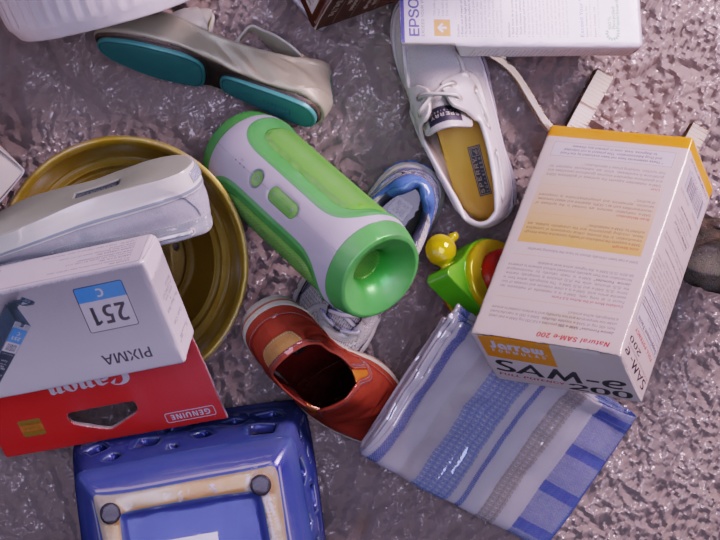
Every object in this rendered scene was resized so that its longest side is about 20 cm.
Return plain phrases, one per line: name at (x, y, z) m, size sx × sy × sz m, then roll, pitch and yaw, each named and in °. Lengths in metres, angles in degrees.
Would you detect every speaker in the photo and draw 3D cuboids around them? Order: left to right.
speaker at (-0.041, -0.046, 1.499) m, size 0.089 × 0.088 × 0.200 m, roll -48°, pitch 50°, yaw 1°

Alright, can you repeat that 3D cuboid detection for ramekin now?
ramekin at (-0.200, -0.243, 1.485) m, size 0.201 × 0.202 × 0.095 m, roll -14°, pitch 104°, yaw -2°

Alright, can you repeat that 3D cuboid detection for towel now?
towel at (0.112, 0.131, 1.560) m, size 0.199 × 0.024 × 0.147 m, roll 30°, pitch 101°, yaw -23°

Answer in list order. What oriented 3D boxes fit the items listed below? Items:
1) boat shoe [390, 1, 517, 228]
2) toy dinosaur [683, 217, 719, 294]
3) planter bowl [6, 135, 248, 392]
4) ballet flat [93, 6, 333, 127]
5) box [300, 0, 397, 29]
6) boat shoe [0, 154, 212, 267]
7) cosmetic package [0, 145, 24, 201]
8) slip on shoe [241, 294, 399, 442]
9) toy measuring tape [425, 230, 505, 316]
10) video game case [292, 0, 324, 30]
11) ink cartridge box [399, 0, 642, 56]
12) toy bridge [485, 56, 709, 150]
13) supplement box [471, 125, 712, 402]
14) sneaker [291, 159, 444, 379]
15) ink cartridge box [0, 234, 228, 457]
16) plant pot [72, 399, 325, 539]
boat shoe at (0.072, -0.128, 1.553) m, size 0.071 × 0.070 × 0.201 m, roll -16°, pitch 96°, yaw 15°
toy dinosaur at (0.290, -0.009, 1.547) m, size 0.102 × 0.200 × 0.077 m, roll -14°, pitch 122°, yaw -24°
planter bowl at (-0.187, -0.006, 1.546) m, size 0.199 × 0.083 × 0.202 m, roll 0°, pitch 92°, yaw 0°
ballet flat at (-0.114, -0.175, 1.559) m, size 0.199 × 0.069 × 0.070 m, roll 20°, pitch 92°, yaw -5°
box at (0.048, -0.255, 1.458) m, size 0.199 × 0.100 × 0.075 m, roll -22°, pitch 87°, yaw -11°
boat shoe at (-0.208, -0.026, 1.467) m, size 0.200 × 0.070 × 0.072 m, roll -16°, pitch 112°, yaw 10°
cosmetic package at (-0.360, -0.116, 1.475) m, size 0.087 × 0.103 × 0.200 m, roll -47°, pitch 56°, yaw 0°
slip on shoe at (-0.022, 0.092, 1.529) m, size 0.074 × 0.061 × 0.200 m, roll -38°, pitch 135°, yaw 8°
toy measuring tape at (0.126, 0.034, 1.581) m, size 0.074 × 0.074 × 0.200 m, roll -46°, pitch 110°, yaw 0°
video game case at (-0.007, -0.316, 1.573) m, size 0.200 × 0.017 × 0.143 m, roll -43°, pitch 94°, yaw 0°
ink cartridge box at (0.122, -0.271, 1.543) m, size 0.199 × 0.043 × 0.198 m, roll 0°, pitch 83°, yaw -8°
toy bridge at (0.184, -0.134, 1.585) m, size 0.199 × 0.027 × 0.067 m, roll 29°, pitch 92°, yaw -2°
supplement box at (0.182, -0.008, 1.498) m, size 0.125 × 0.074 × 0.201 m, roll 8°, pitch 61°, yaw 30°
sneaker at (0.000, 0.000, 1.555) m, size 0.077 × 0.085 × 0.201 m, roll 28°, pitch 93°, yaw -4°
ink cartridge box at (-0.222, 0.072, 1.472) m, size 0.199 × 0.045 × 0.177 m, roll -11°, pitch 121°, yaw 15°
plant pot at (-0.124, 0.221, 1.514) m, size 0.199 × 0.180 × 0.201 m, roll -9°, pitch 93°, yaw -3°
